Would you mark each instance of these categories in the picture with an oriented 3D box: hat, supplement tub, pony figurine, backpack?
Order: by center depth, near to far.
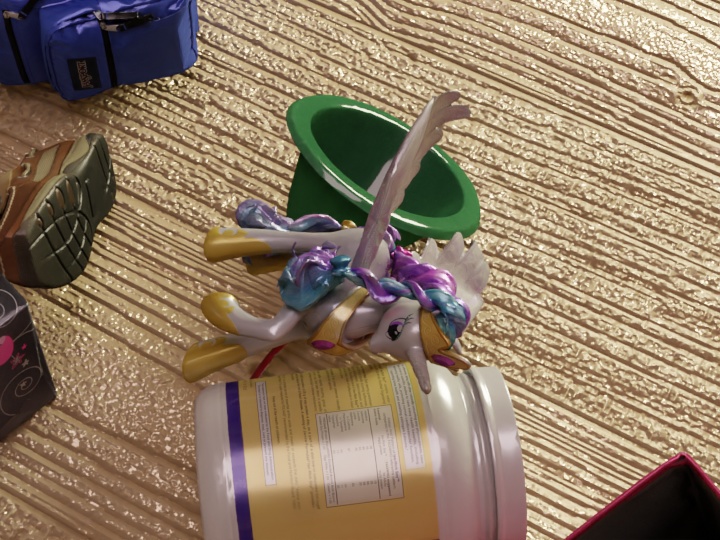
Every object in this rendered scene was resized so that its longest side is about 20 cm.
[{"bbox_3d":[0.000,0.000,0.861,0.197,0.168,0.194,2,42,27],"label":"pony figurine"},{"bbox_3d":[-0.002,0.135,0.873,0.197,0.146,0.147,-7,57,-4],"label":"supplement tub"},{"bbox_3d":[-0.027,-0.016,1.045,0.199,0.177,0.166,-4,45,-50],"label":"hat"},{"bbox_3d":[-0.233,-0.231,1.093,0.197,0.163,0.170,-13,61,-9],"label":"backpack"}]

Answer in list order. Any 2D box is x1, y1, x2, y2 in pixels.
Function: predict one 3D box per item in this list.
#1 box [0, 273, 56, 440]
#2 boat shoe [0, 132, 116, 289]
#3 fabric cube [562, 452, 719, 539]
[{"bbox_3d":[-0.320,0.080,0.911,0.114,0.133,0.199,40,64,21],"label":"box"},{"bbox_3d":[-0.235,-0.041,0.996,0.073,0.077,0.200,-4,22,6],"label":"boat shoe"},{"bbox_3d":[0.169,0.255,0.731,0.195,0.200,0.201,-37,60,0],"label":"fabric cube"}]
